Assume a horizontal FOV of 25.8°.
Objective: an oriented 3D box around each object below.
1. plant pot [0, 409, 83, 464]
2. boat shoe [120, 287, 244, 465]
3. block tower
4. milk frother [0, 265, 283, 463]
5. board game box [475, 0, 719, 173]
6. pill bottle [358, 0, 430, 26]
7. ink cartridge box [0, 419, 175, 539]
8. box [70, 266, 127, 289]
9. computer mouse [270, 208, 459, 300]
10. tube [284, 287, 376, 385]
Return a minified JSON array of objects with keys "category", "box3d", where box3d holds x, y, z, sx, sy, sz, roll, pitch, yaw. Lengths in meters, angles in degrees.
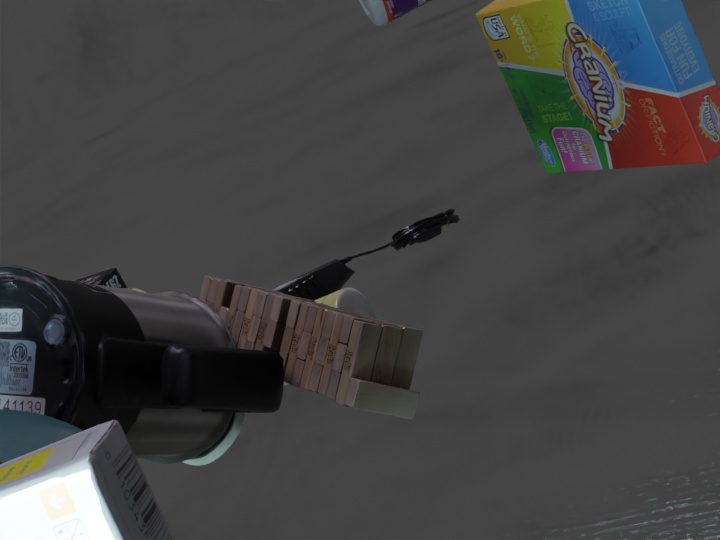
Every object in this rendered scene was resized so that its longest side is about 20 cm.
[{"category":"plant pot","box3d":[-0.183,0.160,0.774,0.199,0.203,0.161,-23,4,11]},{"category":"boat shoe","box3d":[-0.144,0.073,1.139,0.072,0.060,0.202,-44,33,-2]},{"category":"block tower","box3d":[-0.038,0.047,1.043,0.054,0.059,0.199,12,3,-38]},{"category":"milk frother","box3d":[-0.157,0.114,0.977,0.179,0.202,0.188,20,4,26]},{"category":"board game box","box3d":[0.190,-0.156,1.242,0.040,0.154,0.199,-34,17,-25]},{"category":"pill bottle","box3d":[0.088,-0.487,2.548,0.198,0.113,0.112,-28,15,-4]},{"category":"ink cartridge box","box3d":[-0.139,0.182,0.605,0.198,0.200,0.047,-20,13,18]},{"category":"box","box3d":[-0.343,0.073,1.570,0.198,0.050,0.160,-17,21,32]},{"category":"computer mouse","box3d":[0.000,0.000,1.293,0.198,0.034,0.059,-26,-2,-16]},{"category":"tube","box3d":[-0.079,0.067,1.162,0.198,0.053,0.058,-22,-13,33]}]
